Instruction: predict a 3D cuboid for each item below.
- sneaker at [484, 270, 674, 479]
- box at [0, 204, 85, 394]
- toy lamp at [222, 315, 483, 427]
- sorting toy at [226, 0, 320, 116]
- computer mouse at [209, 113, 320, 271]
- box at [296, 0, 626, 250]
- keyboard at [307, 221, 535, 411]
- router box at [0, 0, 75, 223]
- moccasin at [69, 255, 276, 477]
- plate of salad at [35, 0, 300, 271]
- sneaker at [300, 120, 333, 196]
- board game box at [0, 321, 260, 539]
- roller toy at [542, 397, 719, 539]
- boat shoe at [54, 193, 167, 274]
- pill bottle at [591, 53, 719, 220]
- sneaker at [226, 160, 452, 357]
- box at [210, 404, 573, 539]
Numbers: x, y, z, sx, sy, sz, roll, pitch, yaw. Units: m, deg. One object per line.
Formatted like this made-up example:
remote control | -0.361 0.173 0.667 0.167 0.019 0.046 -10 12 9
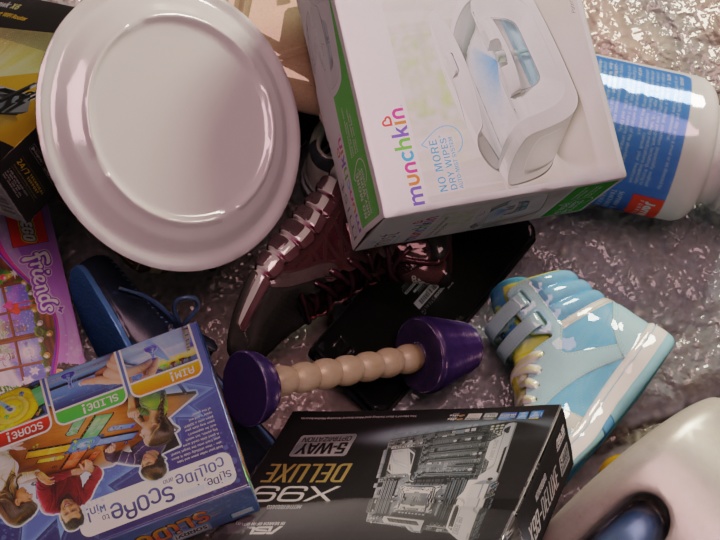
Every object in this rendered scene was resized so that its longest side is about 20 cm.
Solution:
sneaker | 0.120 0.081 1.355 0.130 0.080 0.200 39 56 9
box | -0.264 0.058 1.335 0.136 0.039 0.201 -12 67 -13
toy lamp | 0.001 0.066 1.317 0.199 0.058 0.058 -8 63 -40
sorting toy | -0.010 -0.204 1.374 0.184 0.036 0.201 11 75 -6
computer mouse | -0.062 -0.077 1.419 0.034 0.059 0.200 33 65 -9
box | 0.063 -0.131 1.300 0.176 0.097 0.201 -9 79 -16
keyboard | 0.036 0.007 1.410 0.104 0.040 0.200 47 66 -9
router box | -0.251 -0.121 1.356 0.200 0.052 0.157 16 56 43
moccasin | -0.129 0.072 1.336 0.068 0.080 0.200 -32 87 -25
plate of salad | -0.130 -0.097 1.284 0.199 0.048 0.201 7 77 -33
sneaker | 0.032 -0.126 1.444 0.073 0.071 0.200 35 66 10
board game box | -0.178 0.127 1.235 0.199 0.035 0.136 -20 55 -2
roller toy | 0.209 0.177 1.260 0.200 0.183 0.140 -33 72 -20
boat shoe | -0.191 -0.060 1.354 0.075 0.075 0.202 -5 33 -25
pill bottle | 0.202 -0.100 1.431 0.199 0.112 0.113 12 64 0
sneaker | 0.000 0.000 1.327 0.115 0.076 0.200 30 71 12
box | 0.023 0.150 1.238 0.199 0.050 0.158 -3 26 23
